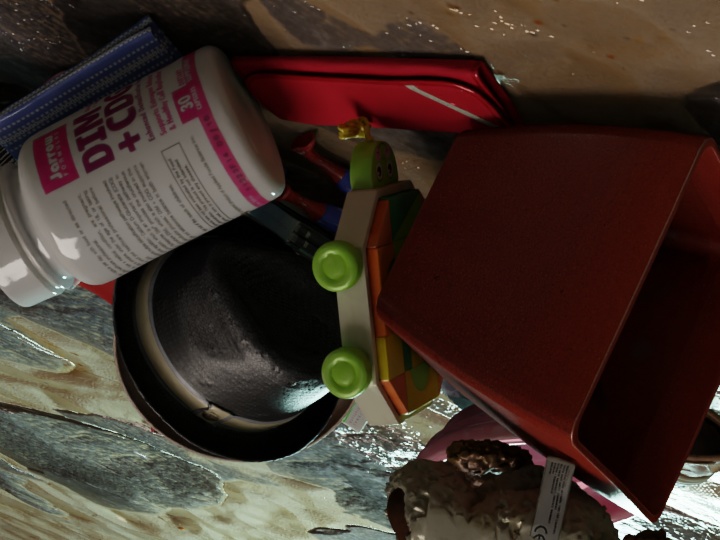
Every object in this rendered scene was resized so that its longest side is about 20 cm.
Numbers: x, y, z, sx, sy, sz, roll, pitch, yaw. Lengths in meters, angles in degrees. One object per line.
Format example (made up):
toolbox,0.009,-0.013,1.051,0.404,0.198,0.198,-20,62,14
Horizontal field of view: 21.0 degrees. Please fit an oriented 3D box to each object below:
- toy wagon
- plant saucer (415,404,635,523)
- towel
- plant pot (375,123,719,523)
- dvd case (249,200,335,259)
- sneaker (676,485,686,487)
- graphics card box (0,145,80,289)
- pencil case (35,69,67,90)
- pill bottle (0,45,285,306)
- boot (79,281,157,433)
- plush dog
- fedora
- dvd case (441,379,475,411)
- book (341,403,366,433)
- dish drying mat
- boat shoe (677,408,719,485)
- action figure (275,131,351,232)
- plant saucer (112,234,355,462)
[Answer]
toy wagon,0.016,-0.002,1.294,0.039,0.202,0.155,-2,-173,23
plant saucer,0.140,0.149,1.524,0.198,0.051,0.201,2,153,1
towel,-0.157,-0.088,1.396,0.144,0.024,0.200,-30,139,11
plant pot,0.129,0.018,1.245,0.175,0.201,0.200,20,168,30
dvd case,0.000,0.000,1.491,0.199,0.022,0.146,33,-179,-27
sneaker,0.194,0.146,1.648,0.199,0.087,0.080,26,161,-12
graphics card box,-0.288,-0.082,1.496,0.200,0.051,0.126,39,173,36
pencil case,-0.176,-0.070,1.488,0.082,0.087,0.200,-23,142,18
pill bottle,-0.161,-0.060,1.319,0.199,0.114,0.113,-26,145,9
boot,-0.197,0.063,1.740,0.198,0.145,0.072,20,164,8
plush dog,0.121,0.183,1.260,0.201,0.159,0.172,63,-172,-3
fedora,-0.074,0.036,1.379,0.200,0.202,0.091,32,148,-26
dvd case,0.152,0.062,1.447,0.198,0.016,0.149,-17,151,18
book,-0.067,0.057,1.619,0.199,0.048,0.134,33,-168,4
dish drying mat,0.009,-0.115,1.284,0.199,0.018,0.077,6,155,35
boat shoe,0.219,0.115,1.578,0.198,0.076,0.072,18,157,-17
action figure,0.039,-0.025,1.402,0.199,0.066,0.099,31,171,-24
plant saucer,-0.092,0.057,1.515,0.198,0.035,0.202,1,116,2
